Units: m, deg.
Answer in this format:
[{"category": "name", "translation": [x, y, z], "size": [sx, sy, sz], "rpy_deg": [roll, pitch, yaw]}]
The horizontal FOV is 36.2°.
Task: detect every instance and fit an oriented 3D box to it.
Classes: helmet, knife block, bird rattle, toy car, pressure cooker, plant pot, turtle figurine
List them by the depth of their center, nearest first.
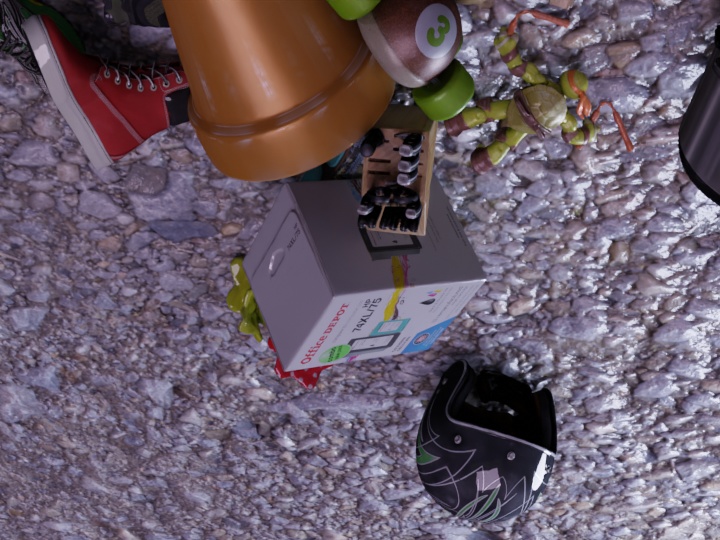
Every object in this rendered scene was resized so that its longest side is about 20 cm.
[{"category": "toy car", "translation": [0.090, -0.266, 0.964], "size": [0.199, 0.159, 0.164], "rpy_deg": [-31, 128, 22]}, {"category": "pressure cooker", "translation": [0.390, -0.161, 0.982], "size": [0.177, 0.177, 0.202], "rpy_deg": [23, 138, 11]}, {"category": "plant pot", "translation": [-0.090, -0.217, 1.005], "size": [0.197, 0.202, 0.184], "rpy_deg": [-10, 132, 21]}, {"category": "knife block", "translation": [0.038, -0.120, 1.057], "size": [0.063, 0.203, 0.176], "rpy_deg": [6, 152, 5]}, {"category": "turtle figurine", "translation": [0.175, -0.155, 1.113], "size": [0.160, 0.065, 0.200], "rpy_deg": [-27, 126, 34]}, {"category": "bird rattle", "translation": [-0.071, 0.059, 1.374], "size": [0.162, 0.113, 0.200], "rpy_deg": [-31, 128, 17]}, {"category": "helmet", "translation": [0.162, 0.233, 1.435], "size": [0.197, 0.193, 0.202], "rpy_deg": [6, 138, 5]}]

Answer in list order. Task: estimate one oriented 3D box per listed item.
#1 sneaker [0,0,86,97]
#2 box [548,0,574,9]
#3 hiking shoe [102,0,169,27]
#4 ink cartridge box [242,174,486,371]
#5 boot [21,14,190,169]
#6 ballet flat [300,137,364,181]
[{"category": "sneaker", "translation": [-0.355, -0.240, 1.119], "size": [0.077, 0.086, 0.200], "rpy_deg": [-17, 131, 27]}, {"category": "box", "translation": [0.191, -0.319, 0.833], "size": [0.021, 0.164, 0.202], "rpy_deg": [18, 125, 8]}, {"category": "hiking shoe", "translation": [-0.183, -0.308, 1.032], "size": [0.099, 0.077, 0.201], "rpy_deg": [9, 146, -15]}, {"category": "ink cartridge box", "translation": [0.000, 0.000, 1.196], "size": [0.198, 0.147, 0.147], "rpy_deg": [-6, 148, -33]}, {"category": "boot", "translation": [-0.245, -0.203, 1.114], "size": [0.143, 0.073, 0.201], "rpy_deg": [-27, 147, -3]}, {"category": "ballet flat", "translation": [-0.018, -0.122, 1.201], "size": [0.073, 0.075, 0.201], "rpy_deg": [21, 138, -12]}]
